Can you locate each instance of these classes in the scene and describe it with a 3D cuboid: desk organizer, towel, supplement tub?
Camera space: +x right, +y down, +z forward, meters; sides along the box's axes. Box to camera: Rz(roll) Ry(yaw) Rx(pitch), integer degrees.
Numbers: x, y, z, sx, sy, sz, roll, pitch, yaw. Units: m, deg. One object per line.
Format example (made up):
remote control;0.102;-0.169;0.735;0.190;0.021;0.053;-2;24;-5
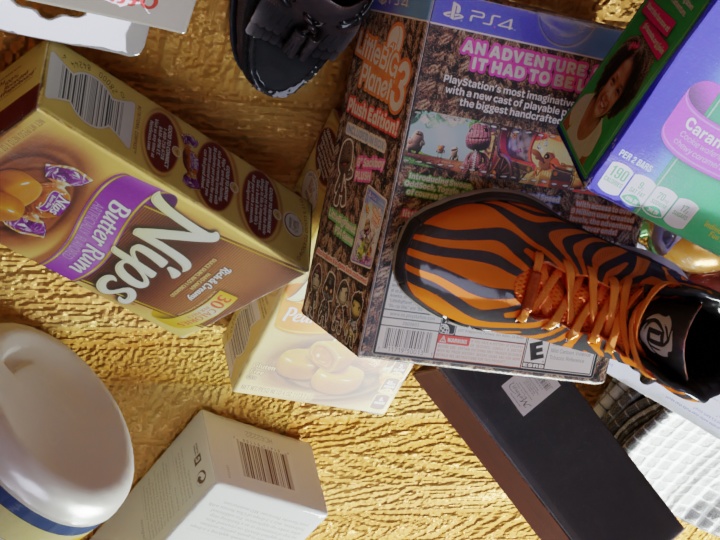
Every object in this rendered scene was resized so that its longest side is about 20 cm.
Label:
desk organizer;0.129;0.127;1.073;0.072;0.077;0.200;-39;94;-15
towel;0.267;0.112;1.143;0.165;0.086;0.200;14;127;-27
supplement tub;-0.258;0.143;0.969;0.200;0.145;0.144;-38;132;19

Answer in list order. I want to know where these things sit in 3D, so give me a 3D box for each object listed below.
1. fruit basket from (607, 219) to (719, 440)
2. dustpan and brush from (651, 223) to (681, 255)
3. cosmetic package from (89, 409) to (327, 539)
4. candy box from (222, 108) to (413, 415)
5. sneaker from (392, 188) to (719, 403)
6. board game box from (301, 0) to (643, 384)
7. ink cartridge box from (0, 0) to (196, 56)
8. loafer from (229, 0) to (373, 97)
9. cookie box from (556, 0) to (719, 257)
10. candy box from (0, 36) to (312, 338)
fruit basket;0.238;0.000;1.000;0.185;0.094;0.200;30;117;-11
dustpan and brush;0.212;-0.082;0.868;0.057;0.200;0.140;-17;122;39
cosmetic package;-0.124;0.201;1.116;0.101;0.071;0.200;22;123;-33
candy box;0.000;0.000;0.973;0.115;0.055;0.200;10;128;-25
sneaker;0.121;0.012;0.779;0.199;0.112;0.078;10;100;-25
board game box;0.071;-0.051;0.858;0.159;0.097;0.201;8;100;-24
ink cartridge box;-0.125;-0.189;0.724;0.116;0.068;0.201;8;119;-24
loafer;-0.017;-0.168;0.803;0.072;0.063;0.200;10;129;-25
cookie box;0.224;-0.101;0.749;0.170;0.075;0.200;24;114;-20
candy box;-0.136;-0.040;0.872;0.116;0.057;0.200;-27;138;36
